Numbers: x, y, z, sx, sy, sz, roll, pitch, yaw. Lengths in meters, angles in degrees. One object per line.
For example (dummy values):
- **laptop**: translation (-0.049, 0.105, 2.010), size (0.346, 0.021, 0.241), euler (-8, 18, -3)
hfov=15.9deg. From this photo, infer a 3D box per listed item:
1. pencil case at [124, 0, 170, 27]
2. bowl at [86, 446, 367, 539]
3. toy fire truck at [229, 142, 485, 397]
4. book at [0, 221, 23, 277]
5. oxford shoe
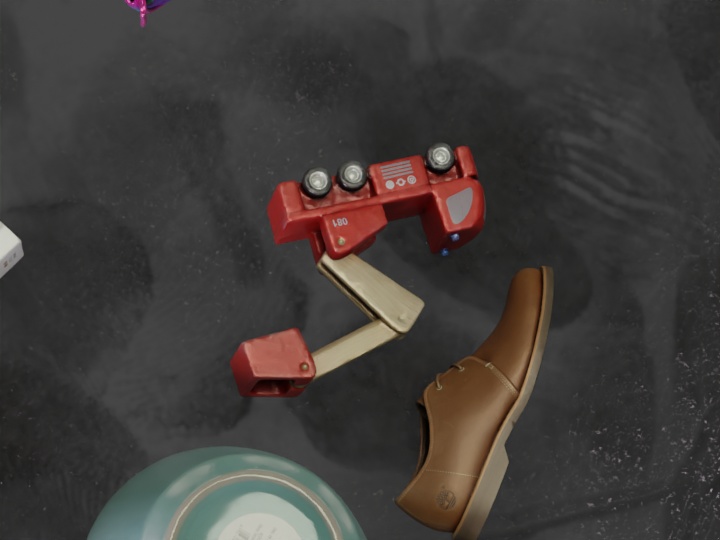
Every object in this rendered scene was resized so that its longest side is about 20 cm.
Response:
- **pencil case**: translation (-0.184, -0.268, 1.780), size (0.088, 0.088, 0.200), euler (-38, 81, -22)
- **bowl**: translation (-0.075, 0.194, 1.626), size (0.199, 0.105, 0.202), euler (4, 70, -10)
- **toy fire truck**: translation (0.000, 0.000, 1.741), size (0.199, 0.049, 0.142), euler (-12, 74, -17)
- **book**: translation (-0.331, 0.014, 1.643), size (0.133, 0.048, 0.200), euler (39, 71, 14)
- **oxford shoe**: translation (0.078, 0.079, 1.721), size (0.071, 0.071, 0.201), euler (22, 69, 2)
